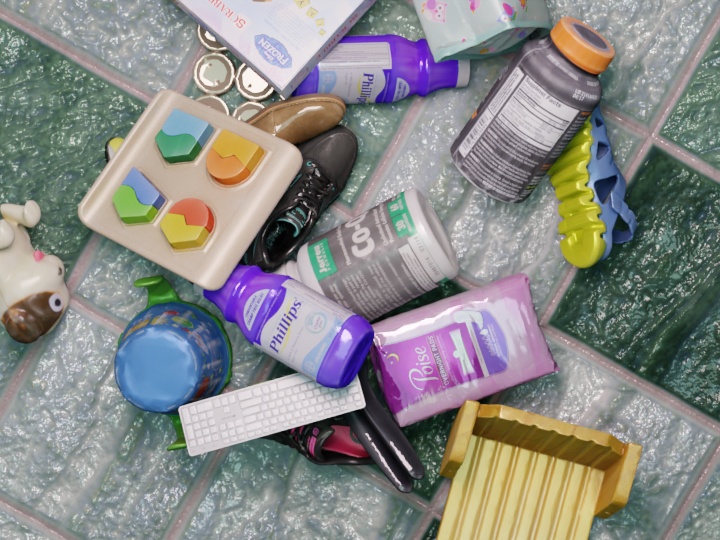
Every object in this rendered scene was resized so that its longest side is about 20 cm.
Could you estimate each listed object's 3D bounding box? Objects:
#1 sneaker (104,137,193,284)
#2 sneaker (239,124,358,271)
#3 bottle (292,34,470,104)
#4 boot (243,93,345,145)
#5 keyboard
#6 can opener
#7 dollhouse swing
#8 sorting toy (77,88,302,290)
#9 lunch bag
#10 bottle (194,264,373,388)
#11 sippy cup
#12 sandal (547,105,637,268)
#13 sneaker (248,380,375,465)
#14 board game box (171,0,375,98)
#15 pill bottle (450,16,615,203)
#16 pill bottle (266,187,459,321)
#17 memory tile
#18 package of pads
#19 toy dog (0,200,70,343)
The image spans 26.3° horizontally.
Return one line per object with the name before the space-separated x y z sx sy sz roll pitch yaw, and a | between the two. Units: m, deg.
sneaker | -0.215 -0.080 1.766 0.090 0.078 0.200 -40 92 -10
sneaker | -0.062 -0.076 1.735 0.075 0.079 0.200 37 84 -21
bottle | 0.022 -0.226 1.732 0.199 0.084 0.065 -2 64 -9
boot | -0.104 -0.135 1.723 0.200 0.074 0.076 -21 57 11
keyboard | -0.097 0.148 1.673 0.199 0.011 0.056 -16 82 2
can opener | 0.003 0.161 1.709 0.079 0.063 0.200 -23 71 -36
dollhouse swing | 0.184 0.265 1.717 0.199 0.182 0.176 16 74 2
sorting toy | -0.189 -0.095 1.675 0.200 0.036 0.185 27 76 25
lunch bag | 0.132 -0.321 1.676 0.122 0.200 0.171 -21 89 30
bottle | -0.086 0.048 1.654 0.200 0.065 0.084 30 98 17
sippy cup | -0.220 0.105 1.741 0.178 0.130 0.140 44 94 1
sandal | 0.262 -0.103 1.741 0.087 0.079 0.201 -3 85 -34
sneaker | -0.058 0.176 1.757 0.199 0.084 0.077 10 100 3
board game box | -0.090 -0.325 1.678 0.200 0.041 0.200 42 84 10
pill bottle | 0.193 -0.179 1.684 0.106 0.106 0.200 36 117 1
pill bottle | 0.000 0.000 1.727 0.200 0.113 0.113 -28 91 11
memory tile | -0.123 -0.195 1.777 0.153 0.017 0.201 8 93 3
package of pads | 0.113 0.089 1.741 0.199 0.076 0.121 -19 91 -3
toy dog | -0.426 0.005 1.746 0.200 0.140 0.194 25 107 2
